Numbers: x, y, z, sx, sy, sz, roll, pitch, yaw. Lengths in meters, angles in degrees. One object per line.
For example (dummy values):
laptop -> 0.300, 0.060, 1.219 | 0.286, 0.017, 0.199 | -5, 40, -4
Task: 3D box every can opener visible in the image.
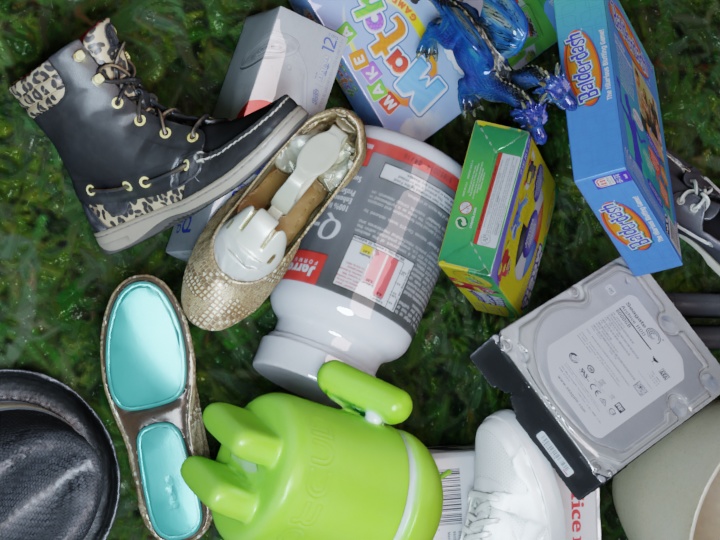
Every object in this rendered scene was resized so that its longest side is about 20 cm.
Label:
can opener -> 0.270, 0.043, 1.850 | 0.200, 0.067, 0.053 | 1, 89, -21

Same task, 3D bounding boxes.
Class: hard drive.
hard drive -> 0.190, 0.077, 1.707 | 0.200, 0.038, 0.140 | -27, 78, -47

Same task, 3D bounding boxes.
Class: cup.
cup -> 0.290, 0.187, 1.802 | 0.200, 0.143, 0.200 | -13, 111, -35

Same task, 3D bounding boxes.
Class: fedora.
fedora -> -0.251, 0.166, 1.564 | 0.201, 0.092, 0.201 | 1, 88, -27

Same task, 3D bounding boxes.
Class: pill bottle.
pill bottle -> 0.000, 0.000, 1.685 | 0.116, 0.116, 0.200 | 29, 76, -24

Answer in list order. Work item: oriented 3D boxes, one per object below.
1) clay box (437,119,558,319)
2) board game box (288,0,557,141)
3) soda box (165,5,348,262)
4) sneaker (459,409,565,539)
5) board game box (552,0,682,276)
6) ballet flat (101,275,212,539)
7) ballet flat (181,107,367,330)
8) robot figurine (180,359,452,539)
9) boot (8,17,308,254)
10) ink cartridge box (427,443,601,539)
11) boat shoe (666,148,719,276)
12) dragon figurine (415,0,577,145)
clay box -> 0.111, -0.033, 1.710 | 0.048, 0.200, 0.115 | 13, 82, 16
board game box -> 0.060, -0.205, 1.765 | 0.200, 0.037, 0.151 | -38, 105, -22
soda box -> -0.078, -0.095, 1.674 | 0.063, 0.068, 0.200 | 23, 79, -25
sneaker -> 0.091, 0.212, 1.656 | 0.116, 0.074, 0.200 | -12, 94, -30
board game box -> 0.202, -0.118, 1.744 | 0.152, 0.045, 0.200 | 51, 30, -51
ballet flat -> -0.149, 0.101, 1.631 | 0.070, 0.065, 0.200 | -6, 94, 3
ballet flat -> -0.063, -0.045, 1.602 | 0.071, 0.065, 0.200 | 33, 71, 2
robot figurine -> -0.027, 0.157, 1.586 | 0.200, 0.116, 0.176 | 19, 96, -30
boot -> -0.149, -0.113, 1.584 | 0.151, 0.200, 0.073 | 56, 34, -9
ink cartridge box -> 0.084, 0.211, 1.742 | 0.200, 0.084, 0.145 | -2, 90, -26
boat shoe -> 0.287, -0.055, 1.845 | 0.200, 0.063, 0.073 | 39, 62, -6
dragon figurine -> 0.090, -0.180, 1.686 | 0.059, 0.099, 0.200 | -30, 85, -25
